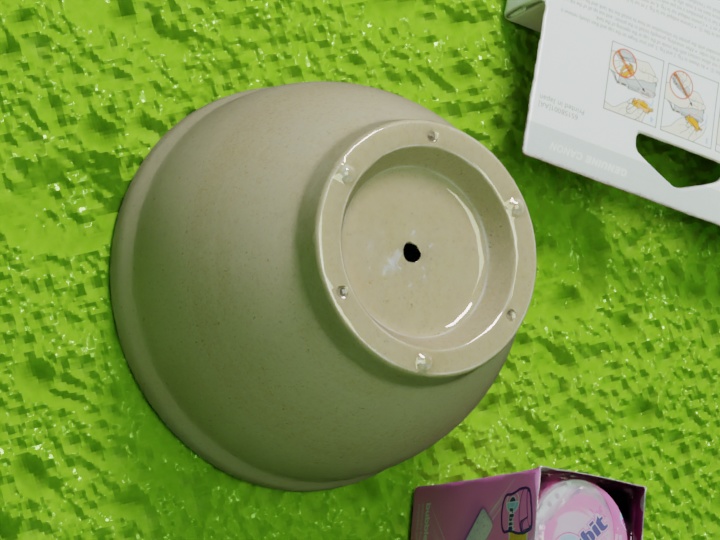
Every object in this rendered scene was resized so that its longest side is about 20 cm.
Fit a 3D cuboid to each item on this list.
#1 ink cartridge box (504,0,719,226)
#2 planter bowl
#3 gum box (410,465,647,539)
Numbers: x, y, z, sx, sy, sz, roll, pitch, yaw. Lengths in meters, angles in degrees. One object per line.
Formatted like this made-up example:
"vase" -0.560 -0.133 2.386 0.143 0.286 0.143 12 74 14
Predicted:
"ink cartridge box" 0.168 -0.112 1.461 0.199 0.044 0.174 18 73 -27
"planter bowl" 0.000 0.000 1.290 0.200 0.135 0.201 5 79 -30
"gum box" 0.074 0.202 1.309 0.066 0.113 0.201 11 76 -29
